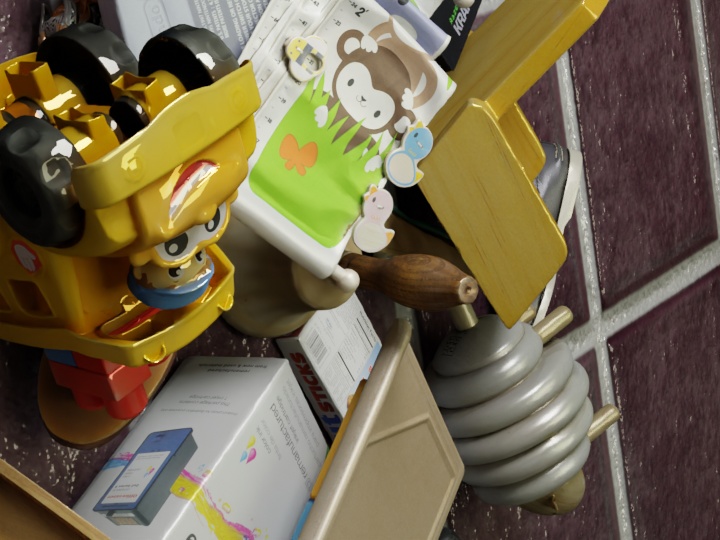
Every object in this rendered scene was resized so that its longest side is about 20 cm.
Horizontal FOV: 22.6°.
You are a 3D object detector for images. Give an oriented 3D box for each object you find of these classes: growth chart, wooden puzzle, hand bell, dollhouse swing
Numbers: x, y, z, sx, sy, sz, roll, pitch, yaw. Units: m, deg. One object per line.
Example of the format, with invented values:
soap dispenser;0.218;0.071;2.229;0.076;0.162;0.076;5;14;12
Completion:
growth chart;-0.012;-0.101;1.014;0.144;0.018;0.201;26;86;-27
wooden puzzle;0.006;0.154;1.109;0.201;0.037;0.186;71;37;-51
hand bell;0.000;0.000;1.092;0.103;0.199;0.105;-4;98;-36
dollhouse swing;0.131;-0.103;1.256;0.182;0.175;0.200;57;12;-18

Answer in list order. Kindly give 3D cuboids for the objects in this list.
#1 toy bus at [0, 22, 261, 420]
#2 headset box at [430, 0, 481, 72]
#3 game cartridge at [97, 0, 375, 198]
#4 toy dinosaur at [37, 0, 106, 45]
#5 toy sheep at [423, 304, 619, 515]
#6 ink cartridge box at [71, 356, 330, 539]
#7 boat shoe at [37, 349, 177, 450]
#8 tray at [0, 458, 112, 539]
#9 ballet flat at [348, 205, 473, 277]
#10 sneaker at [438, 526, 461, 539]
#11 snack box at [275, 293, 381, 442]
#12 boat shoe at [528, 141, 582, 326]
toy bus;-0.129;-0.013;0.909;0.135;0.199;0.194;-35;118;-37
headset box;0.008;-0.262;1.230;0.200;0.092;0.175;52;47;-41
game cartridge;-0.076;-0.143;1.005;0.132;0.041;0.202;-21;106;-18
toy dinosaur;-0.113;-0.183;1.054;0.136;0.102;0.201;41;76;-28
toy sheep;0.112;0.097;1.342;0.138;0.137;0.201;-44;110;-48
ink cartridge box;-0.094;0.169;1.065;0.200;0.087;0.146;-53;131;-41
boat shoe;-0.128;0.015;1.037;0.070;0.070;0.201;111;1;-68
tray;-0.143;0.188;0.919;0.199;0.037;0.099;38;76;-9
ballet flat;0.021;-0.017;1.280;0.199;0.068;0.063;25;90;-48
sneaker;0.036;0.257;1.196;0.076;0.114;0.201;43;47;-34
snack box;0.004;0.097;1.269;0.072;0.024;0.201;-60;135;-40
boat shoe;0.124;-0.012;1.445;0.062;0.073;0.202;19;73;-9
